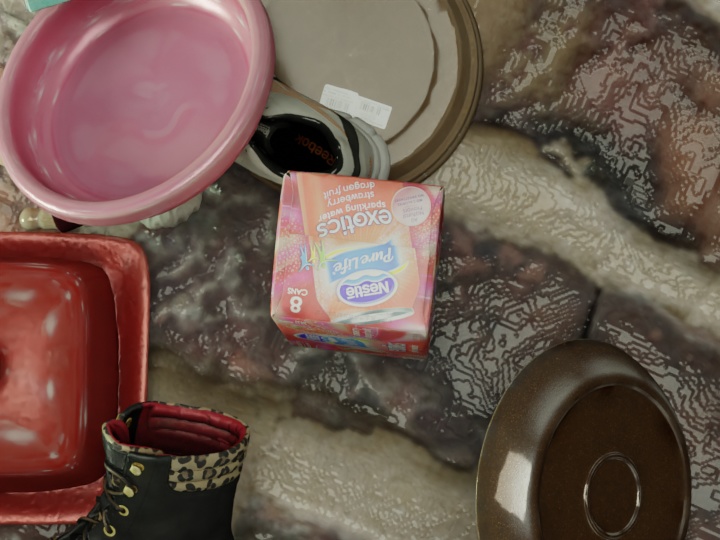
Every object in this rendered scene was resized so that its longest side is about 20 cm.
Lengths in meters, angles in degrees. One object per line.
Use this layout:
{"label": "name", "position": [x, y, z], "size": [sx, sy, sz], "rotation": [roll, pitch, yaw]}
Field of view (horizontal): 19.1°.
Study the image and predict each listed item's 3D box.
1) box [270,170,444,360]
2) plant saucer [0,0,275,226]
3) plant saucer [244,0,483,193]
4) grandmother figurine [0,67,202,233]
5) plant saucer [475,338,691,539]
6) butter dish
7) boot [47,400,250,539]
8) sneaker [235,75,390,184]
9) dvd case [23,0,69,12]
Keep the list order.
{"label": "box", "position": [0.000, 0.000, 1.389], "size": [0.102, 0.200, 0.095], "rotation": [7, 83, 2]}
{"label": "plant saucer", "position": [-0.143, -0.115, 1.404], "size": [0.199, 0.051, 0.202], "rotation": [-10, 61, 18]}
{"label": "plant saucer", "position": [-0.013, -0.145, 1.493], "size": [0.198, 0.029, 0.202], "rotation": [0, 84, 1]}
{"label": "grandmother figurine", "position": [-0.202, -0.081, 1.475], "size": [0.199, 0.061, 0.122], "rotation": [23, 105, 6]}
{"label": "plant saucer", "position": [0.155, 0.146, 1.389], "size": [0.199, 0.032, 0.202], "rotation": [1, 89, -41]}
{"label": "butter dish", "position": [-0.246, 0.067, 1.414], "size": [0.198, 0.148, 0.201], "rotation": [1, 83, 2]}
{"label": "boot", "position": [-0.167, 0.162, 1.384], "size": [0.199, 0.073, 0.151], "rotation": [2, 122, -19]}
{"label": "sneaker", "position": [-0.076, -0.106, 1.433], "size": [0.199, 0.080, 0.074], "rotation": [23, 97, 16]}
{"label": "dvd case", "position": [-0.153, -0.223, 1.426], "size": [0.145, 0.200, 0.022], "rotation": [-17, 110, 0]}
